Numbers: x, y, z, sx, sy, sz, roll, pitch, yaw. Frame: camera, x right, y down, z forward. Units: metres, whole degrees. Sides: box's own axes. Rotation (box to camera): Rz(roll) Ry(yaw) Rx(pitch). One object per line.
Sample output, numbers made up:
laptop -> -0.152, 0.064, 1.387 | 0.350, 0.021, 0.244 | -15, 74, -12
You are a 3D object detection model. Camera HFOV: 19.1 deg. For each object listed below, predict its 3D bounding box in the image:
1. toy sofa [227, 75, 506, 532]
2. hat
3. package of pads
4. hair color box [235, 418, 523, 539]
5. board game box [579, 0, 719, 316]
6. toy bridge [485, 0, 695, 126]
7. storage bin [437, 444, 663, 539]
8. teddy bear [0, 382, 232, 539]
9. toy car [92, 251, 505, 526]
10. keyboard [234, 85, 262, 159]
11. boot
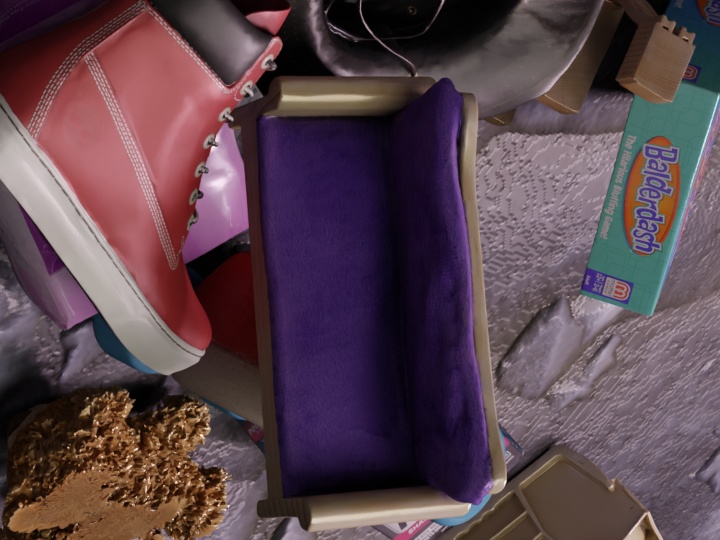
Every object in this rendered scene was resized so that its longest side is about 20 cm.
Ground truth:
toy sofa -> 0.000, 0.013, 0.958 | 0.083, 0.098, 0.200 | -2, 85, -25
hat -> 0.024, -0.156, 1.021 | 0.201, 0.081, 0.201 | -15, 130, -18
package of pads -> -0.126, -0.071, 0.989 | 0.120, 0.076, 0.200 | -31, 143, -13
hair color box -> 0.011, 0.096, 1.303 | 0.100, 0.061, 0.200 | -45, 143, 4
board game box -> 0.178, -0.095, 1.173 | 0.200, 0.045, 0.152 | -62, 167, -47
toy bridge -> 0.112, -0.114, 1.097 | 0.027, 0.200, 0.067 | 27, 81, -20
storage bin -> 0.127, 0.248, 1.540 | 0.199, 0.094, 0.200 | -38, 144, -5
teddy bear -> -0.144, 0.120, 1.196 | 0.145, 0.067, 0.200 | -42, 152, 17
toy car -> 0.000, 0.000, 1.122 | 0.177, 0.184, 0.200 | 33, 83, -53
keyboard -> -0.035, -0.125, 1.072 | 0.056, 0.011, 0.200 | 2, 126, -44
boot -> -0.075, -0.048, 0.940 | 0.144, 0.072, 0.200 | -35, 140, -6
